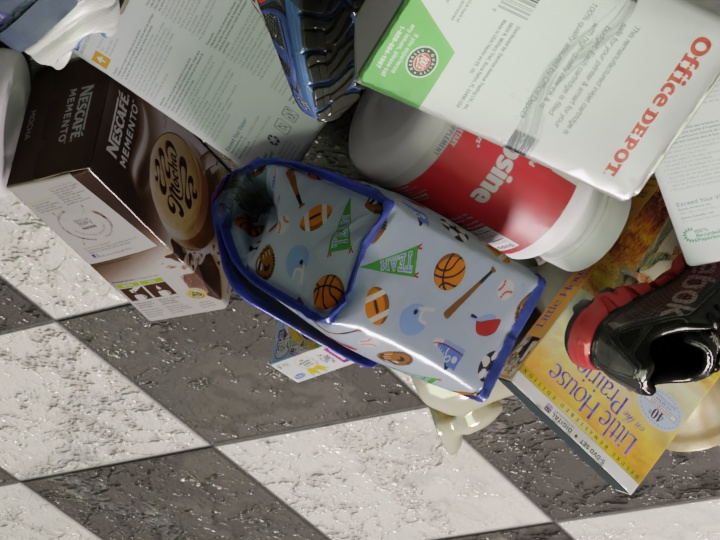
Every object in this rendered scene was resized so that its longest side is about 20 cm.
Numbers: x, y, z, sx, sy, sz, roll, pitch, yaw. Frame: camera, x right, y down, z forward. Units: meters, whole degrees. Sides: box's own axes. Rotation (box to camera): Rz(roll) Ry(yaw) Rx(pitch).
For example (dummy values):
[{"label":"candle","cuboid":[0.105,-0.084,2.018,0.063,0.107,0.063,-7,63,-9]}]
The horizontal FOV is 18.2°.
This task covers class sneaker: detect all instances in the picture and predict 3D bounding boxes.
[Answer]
[{"label":"sneaker","cuboid":[-0.267,-0.189,1.575,0.200,0.081,0.147,-11,127,19]},{"label":"sneaker","cuboid":[-0.047,-0.195,1.487,0.078,0.075,0.200,-3,105,49]},{"label":"sneaker","cuboid":[0.254,0.030,1.671,0.200,0.098,0.071,-29,134,-19]}]

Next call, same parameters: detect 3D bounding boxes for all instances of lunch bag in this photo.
[{"label":"lunch bag","cuboid":[0.000,0.000,1.624,0.170,0.124,0.200,29,180,-38]}]

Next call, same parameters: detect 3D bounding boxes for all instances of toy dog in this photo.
[{"label":"toy dog","cuboid":[0.132,0.037,1.797,0.200,0.140,0.194,-22,163,3]}]

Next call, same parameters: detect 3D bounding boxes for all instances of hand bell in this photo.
[{"label":"hand bell","cuboid":[0.255,0.046,1.861,0.104,0.104,0.200,-6,133,22]}]

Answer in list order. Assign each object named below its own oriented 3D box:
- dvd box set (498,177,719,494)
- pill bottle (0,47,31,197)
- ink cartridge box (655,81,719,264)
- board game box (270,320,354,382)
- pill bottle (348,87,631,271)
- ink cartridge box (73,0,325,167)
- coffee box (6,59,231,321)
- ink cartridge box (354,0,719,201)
[{"label":"dvd box set","cuboid":[0.214,0.050,1.732,0.146,0.200,0.029,44,167,-20]},{"label":"pill bottle","cuboid":[-0.357,-0.120,1.698,0.200,0.114,0.114,7,148,4]},{"label":"ink cartridge box","cuboid":[0.292,-0.113,1.570,0.196,0.043,0.200,-11,112,29]},{"label":"board game box","cuboid":[0.019,0.000,1.776,0.200,0.135,0.034,-22,137,39]},{"label":"pill bottle","cuboid":[0.099,-0.078,1.652,0.200,0.112,0.112,28,143,-29]},{"label":"ink cartridge box","cuboid":[-0.100,-0.170,1.604,0.200,0.043,0.196,35,145,-2]},{"label":"coffee box","cuboid":[-0.176,-0.062,1.746,0.080,0.113,0.200,-10,144,28]},{"label":"ink cartridge box","cuboid":[0.116,-0.151,1.400,0.200,0.083,0.147,24,121,-17]}]
